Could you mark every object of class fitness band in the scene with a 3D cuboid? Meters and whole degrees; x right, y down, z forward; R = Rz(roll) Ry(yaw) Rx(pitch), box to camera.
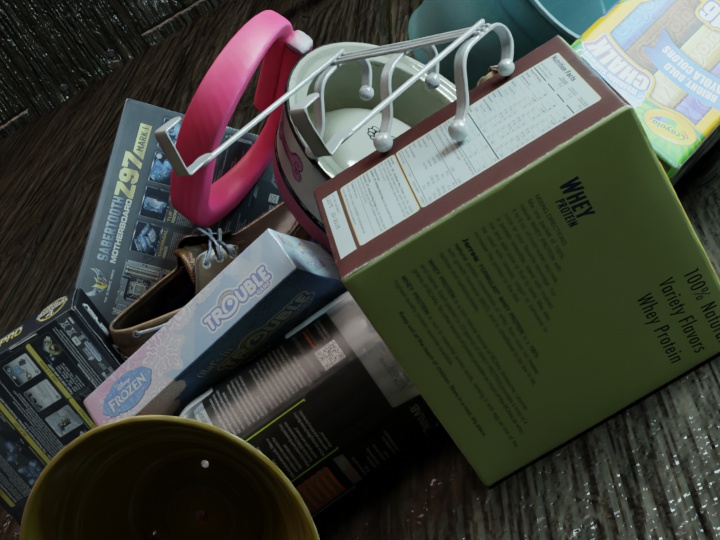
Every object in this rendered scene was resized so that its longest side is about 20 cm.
[{"bbox_3d":[-0.094,-0.114,0.974,0.144,0.037,0.200,-55,-8,-30],"label":"fitness band"}]

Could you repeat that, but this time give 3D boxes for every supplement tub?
[{"bbox_3d":[-0.049,0.116,0.912,0.200,0.123,0.123,-35,23,-3],"label":"supplement tub"}]

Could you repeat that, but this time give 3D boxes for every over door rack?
[{"bbox_3d":[-0.010,-0.099,0.799,0.147,0.067,0.200,-3,21,45],"label":"over door rack"}]

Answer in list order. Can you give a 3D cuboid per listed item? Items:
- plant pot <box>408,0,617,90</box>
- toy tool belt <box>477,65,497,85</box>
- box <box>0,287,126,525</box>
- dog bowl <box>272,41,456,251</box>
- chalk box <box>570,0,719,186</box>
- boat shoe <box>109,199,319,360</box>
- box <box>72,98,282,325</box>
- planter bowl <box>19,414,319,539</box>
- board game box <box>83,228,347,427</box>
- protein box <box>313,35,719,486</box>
[{"bbox_3d":[0.159,-0.278,1.344,0.188,0.200,0.200,-34,17,42],"label":"plant pot"},{"bbox_3d":[0.128,-0.119,1.137,0.123,0.125,0.199,-41,26,-31],"label":"toy tool belt"},{"bbox_3d":[-0.240,0.137,1.032,0.161,0.200,0.049,-33,22,6],"label":"box"},{"bbox_3d":[0.019,-0.082,0.968,0.074,0.200,0.200,-54,5,42],"label":"dog bowl"},{"bbox_3d":[0.207,-0.119,0.966,0.200,0.124,0.125,-42,-12,-24],"label":"chalk box"},{"bbox_3d":[-0.114,0.006,0.995,0.200,0.072,0.072,-44,39,-2],"label":"boat shoe"},{"bbox_3d":[-0.154,-0.031,1.077,0.051,0.157,0.201,150,134,-76],"label":"box"},{"bbox_3d":[-0.114,0.177,0.816,0.200,0.201,0.083,-28,8,14],"label":"planter bowl"},{"bbox_3d":[-0.083,0.060,0.973,0.200,0.043,0.199,-42,-23,16],"label":"board game box"},{"bbox_3d":[0.109,-0.007,0.827,0.199,0.199,0.135,-31,29,7],"label":"protein box"}]
